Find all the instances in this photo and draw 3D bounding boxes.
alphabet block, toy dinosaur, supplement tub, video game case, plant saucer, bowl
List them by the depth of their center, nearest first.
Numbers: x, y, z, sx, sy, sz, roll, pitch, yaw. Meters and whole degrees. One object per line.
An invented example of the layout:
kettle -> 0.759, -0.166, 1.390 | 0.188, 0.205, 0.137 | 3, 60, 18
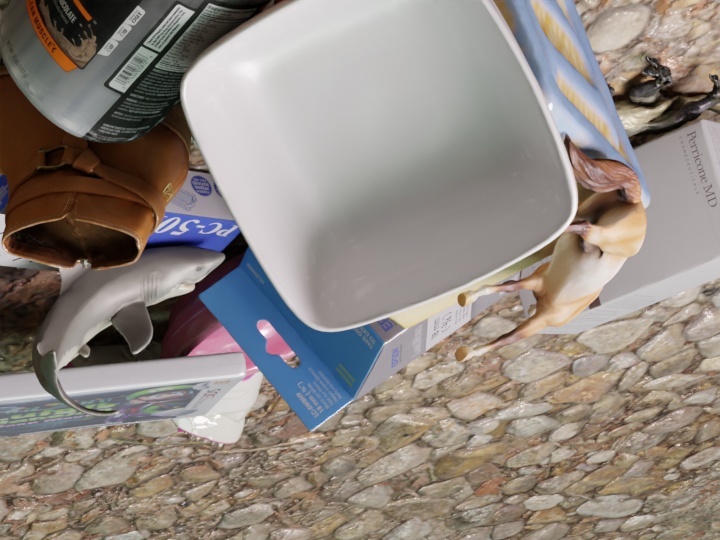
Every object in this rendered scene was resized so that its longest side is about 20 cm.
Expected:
bowl -> 0.015, -0.085, 1.352 | 0.199, 0.075, 0.200 | -23, 107, 17
supplement tub -> -0.122, -0.178, 1.373 | 0.122, 0.123, 0.200 | 9, 141, -39
alphabet block -> 0.049, -0.109, 1.516 | 0.199, 0.197, 0.195 | -27, 149, 16
video game case -> -0.200, 0.097, 1.724 | 0.199, 0.023, 0.182 | -5, 168, -15
toy dinosaur -> 0.235, -0.127, 1.752 | 0.199, 0.048, 0.088 | -7, 161, -26
plant saucer -> -0.073, 0.026, 1.797 | 0.200, 0.051, 0.201 | -26, 165, -8

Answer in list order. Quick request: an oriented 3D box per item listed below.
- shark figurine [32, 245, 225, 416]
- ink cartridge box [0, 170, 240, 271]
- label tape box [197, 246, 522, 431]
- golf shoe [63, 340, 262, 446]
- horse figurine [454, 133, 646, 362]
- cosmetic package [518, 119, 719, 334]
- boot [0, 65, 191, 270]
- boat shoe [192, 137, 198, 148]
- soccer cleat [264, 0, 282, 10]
shark figurine -> -0.201, 0.023, 1.613 | 0.128, 0.215, 0.090 | -1, 119, 27
ink cartridge box -> -0.191, -0.039, 1.662 | 0.199, 0.044, 0.094 | 7, 145, -38
label tape box -> 0.000, 0.000, 1.666 | 0.200, 0.144, 0.063 | -35, 158, -18
golf shoe -> -0.163, 0.081, 1.880 | 0.200, 0.075, 0.092 | 18, 112, -44
horse figurine -> 0.133, -0.010, 1.475 | 0.132, 0.050, 0.200 | -15, 148, -32
cosmetic package -> 0.218, -0.032, 1.795 | 0.199, 0.113, 0.081 | -26, 164, 32
boot -> -0.210, -0.061, 1.461 | 0.199, 0.155, 0.074 | -5, 130, 16
boat shoe -> -0.083, -0.103, 1.591 | 0.074, 0.061, 0.200 | -22, 151, 8
soccer cleat -> -0.013, -0.214, 1.436 | 0.200, 0.085, 0.069 | -50, 141, 7
